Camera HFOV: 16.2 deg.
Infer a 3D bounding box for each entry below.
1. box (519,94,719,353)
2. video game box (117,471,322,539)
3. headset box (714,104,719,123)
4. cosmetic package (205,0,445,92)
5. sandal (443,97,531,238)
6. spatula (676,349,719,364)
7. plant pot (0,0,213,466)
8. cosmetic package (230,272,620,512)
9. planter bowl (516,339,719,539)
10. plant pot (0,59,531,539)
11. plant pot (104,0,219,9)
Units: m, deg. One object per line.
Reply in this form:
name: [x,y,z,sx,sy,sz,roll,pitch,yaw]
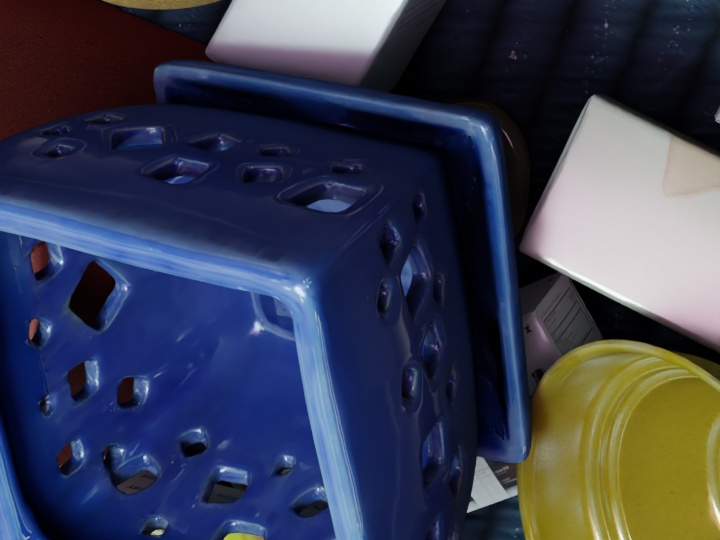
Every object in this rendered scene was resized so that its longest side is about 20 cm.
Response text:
box: [0.177,0.000,1.119,0.199,0.095,0.078,27,97,8]
video game box: [-0.053,0.204,1.212,0.182,0.047,0.201,6,108,47]
headset box: [0.252,-0.107,1.075,0.148,0.075,0.201,27,114,9]
cosmetic package: [0.020,-0.168,1.123,0.071,0.101,0.200,34,114,7]
sandal: [0.000,0.000,1.200,0.200,0.054,0.080,-37,98,12]
spatula: [0.123,0.050,1.201,0.199,0.021,0.057,-6,109,20]
plant pot: [-0.177,-0.017,1.199,0.199,0.176,0.201,23,113,10]
cosmetic package: [0.029,0.076,1.210,0.200,0.051,0.083,-24,101,33]
planter bowl: [0.163,0.112,1.092,0.200,0.083,0.201,31,131,43]
plant pot: [-0.040,0.024,1.061,0.199,0.180,0.201,12,127,31]
plant pot: [-0.089,-0.225,1.115,0.186,0.187,0.201,8,125,17]
